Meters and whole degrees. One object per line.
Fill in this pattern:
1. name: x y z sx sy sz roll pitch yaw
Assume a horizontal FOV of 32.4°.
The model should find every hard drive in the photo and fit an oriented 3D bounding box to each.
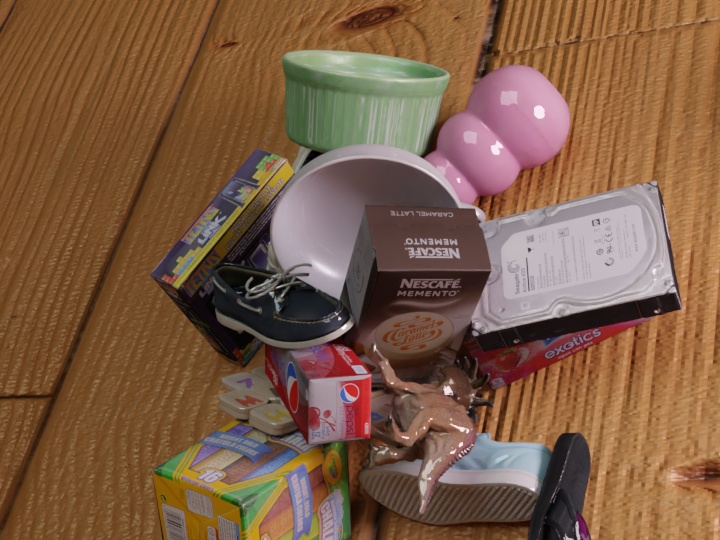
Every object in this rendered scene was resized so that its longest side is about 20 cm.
1. hard drive: 0.204 -0.005 1.216 0.199 0.038 0.140 -14 51 19

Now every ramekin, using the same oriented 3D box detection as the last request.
1. ramekin: 0.002 -0.198 1.478 0.199 0.098 0.200 6 17 -2

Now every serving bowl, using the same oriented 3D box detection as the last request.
1. serving bowl: 0.009 -0.052 1.274 0.199 0.200 0.066 -17 36 16

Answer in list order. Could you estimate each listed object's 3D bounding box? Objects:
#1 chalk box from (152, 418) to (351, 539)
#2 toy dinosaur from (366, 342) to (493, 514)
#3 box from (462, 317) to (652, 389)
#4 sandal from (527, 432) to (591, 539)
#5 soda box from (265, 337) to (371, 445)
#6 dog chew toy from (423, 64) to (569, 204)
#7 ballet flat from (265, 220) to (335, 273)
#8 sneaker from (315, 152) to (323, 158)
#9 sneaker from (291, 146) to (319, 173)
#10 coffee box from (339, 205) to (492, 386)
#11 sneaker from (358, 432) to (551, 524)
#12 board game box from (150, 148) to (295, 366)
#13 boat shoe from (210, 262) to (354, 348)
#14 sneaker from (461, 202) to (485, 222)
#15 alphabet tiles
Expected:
1. chalk box: -0.089 0.223 1.239 0.123 0.125 0.200 14 28 37
2. toy dinosaur: 0.076 0.143 1.186 0.135 0.086 0.200 7 30 -15
3. box: 0.197 0.026 1.288 0.199 0.096 0.100 -26 46 9
4. sandal: 0.188 0.236 1.129 0.048 0.075 0.201 -3 51 32
5. soda box: -0.046 0.102 1.237 0.063 0.070 0.200 -4 17 -15
6. dog chew toy: 0.147 -0.145 1.448 0.200 0.125 0.125 -43 45 2
7. ballet flat: -0.064 -0.037 1.353 0.200 0.072 0.072 -57 40 21
8. sneaker: 0.004 -0.117 1.489 0.082 0.074 0.200 11 28 24
9. sneaker: -0.042 -0.170 1.621 0.093 0.070 0.200 1 55 56
10. coffee box: 0.045 0.030 1.226 0.114 0.200 0.080 0 52 -12
11. sneaker: 0.099 0.200 1.226 0.199 0.074 0.082 1 37 27
12. board game box: -0.130 -0.014 1.457 0.057 0.165 0.200 23 66 40
13. boat shoe: -0.084 0.028 1.247 0.075 0.062 0.200 -28 24 -30
14. sneaker: 0.049 -0.022 1.438 0.199 0.071 0.100 -6 59 25
15. alphabet tiles: -0.044 0.127 1.305 0.199 0.015 0.195 -13 23 -41
